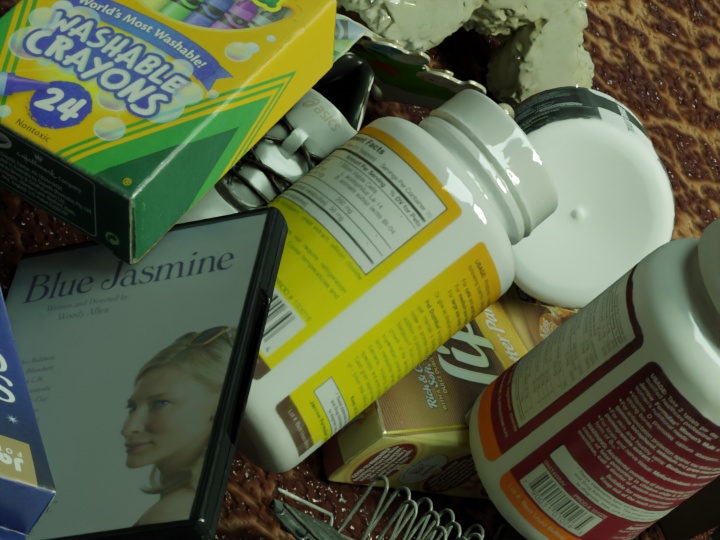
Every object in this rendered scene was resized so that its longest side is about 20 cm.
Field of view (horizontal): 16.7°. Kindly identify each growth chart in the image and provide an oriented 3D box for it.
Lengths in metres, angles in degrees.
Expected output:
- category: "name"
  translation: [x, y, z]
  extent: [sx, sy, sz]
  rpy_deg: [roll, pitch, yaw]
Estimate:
- category: "growth chart"
  translation: [-0.018, -0.130, 1.380]
  extent: [0.199, 0.144, 0.018]
  rpy_deg: [26, 85, -29]

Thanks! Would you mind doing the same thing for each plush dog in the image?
- category: "plush dog"
  translation: [0.070, -0.211, 1.525]
  extent: [0.199, 0.161, 0.172]
  rpy_deg: [18, 24, -33]

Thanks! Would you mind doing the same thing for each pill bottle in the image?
- category: "pill bottle"
  translation: [0.122, -0.049, 1.411]
  extent: [0.106, 0.106, 0.200]
  rpy_deg: [44, 10, -6]
- category: "pill bottle"
  translation: [0.154, 0.053, 1.226]
  extent: [0.109, 0.200, 0.110]
  rpy_deg: [28, 40, -27]
- category: "pill bottle"
  translation: [0.000, 0.000, 1.215]
  extent: [0.200, 0.109, 0.109]
  rpy_deg: [-38, 87, -13]

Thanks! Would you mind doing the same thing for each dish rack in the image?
- category: "dish rack"
  translation: [0.054, 0.155, 1.187]
  extent: [0.199, 0.055, 0.153]
  rpy_deg: [29, 4, -38]

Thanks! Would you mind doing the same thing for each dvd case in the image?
- category: "dvd case"
  translation: [-0.114, 0.053, 1.118]
  extent: [0.201, 0.142, 0.018]
  rpy_deg: [-78, 150, -46]

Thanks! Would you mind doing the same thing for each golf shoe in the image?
- category: "golf shoe"
  translation: [-0.055, -0.055, 1.295]
  extent: [0.078, 0.094, 0.200]
  rpy_deg: [42, 40, -10]

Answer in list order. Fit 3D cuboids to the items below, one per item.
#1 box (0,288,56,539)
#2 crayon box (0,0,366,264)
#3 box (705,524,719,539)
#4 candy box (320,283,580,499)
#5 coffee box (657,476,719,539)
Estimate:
- category: "box"
  translation: [-0.200, 0.048, 1.066]
  extent: [0.121, 0.032, 0.200]
  rpy_deg: [22, 27, -31]
- category: "crayon box"
  translation: [-0.101, -0.107, 1.214]
  extent: [0.125, 0.052, 0.200]
  rpy_deg: [29, 53, 19]
- category: "box"
  translation: [0.233, 0.204, 1.279]
  extent: [0.160, 0.200, 0.044]
  rpy_deg: [42, 5, -10]
- category: "candy box"
  translation: [0.059, 0.062, 1.337]
  extent: [0.199, 0.055, 0.116]
  rpy_deg: [11, 51, -40]
- category: "coffee box"
  translation: [0.209, 0.076, 1.395]
  extent: [0.115, 0.079, 0.200]
  rpy_deg: [65, 21, 8]
